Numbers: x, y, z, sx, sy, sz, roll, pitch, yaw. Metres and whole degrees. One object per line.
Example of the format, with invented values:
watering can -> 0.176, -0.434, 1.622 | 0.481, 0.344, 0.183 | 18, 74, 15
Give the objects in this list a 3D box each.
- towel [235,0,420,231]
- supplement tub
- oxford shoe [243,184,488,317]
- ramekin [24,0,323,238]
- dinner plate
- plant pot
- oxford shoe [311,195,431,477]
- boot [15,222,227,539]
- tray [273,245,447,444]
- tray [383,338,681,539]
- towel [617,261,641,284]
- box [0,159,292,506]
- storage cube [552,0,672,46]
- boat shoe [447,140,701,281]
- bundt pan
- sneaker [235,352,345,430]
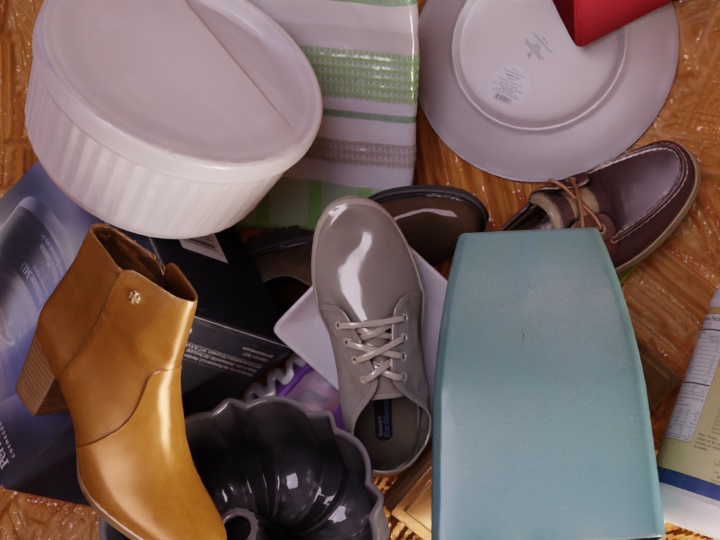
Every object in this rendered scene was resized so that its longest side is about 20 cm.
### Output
towel -> -0.033, -0.119, 1.448 | 0.149, 0.031, 0.200 | 6, 113, 12
supplement tub -> 0.282, 0.087, 1.311 | 0.144, 0.144, 0.200 | 19, 85, 19
oxford shoe -> 0.000, 0.000, 1.439 | 0.200, 0.073, 0.084 | -21, 35, 18
ramekin -> -0.134, -0.109, 1.362 | 0.202, 0.202, 0.094 | 47, 133, 19
dinner plate -> 0.132, -0.164, 1.471 | 0.200, 0.024, 0.200 | -3, 79, 17
plant pot -> 0.112, 0.080, 1.289 | 0.141, 0.141, 0.200 | -2, 78, 1
oxford shoe -> 0.011, 0.049, 1.346 | 0.075, 0.058, 0.200 | -8, 104, -4
boot -> -0.133, 0.077, 1.274 | 0.201, 0.071, 0.144 | 44, 120, 21
tray -> 0.045, 0.065, 1.395 | 0.200, 0.022, 0.107 | 43, 94, -15
tray -> 0.118, 0.116, 1.386 | 0.099, 0.037, 0.200 | 40, 92, -17
towel -> 0.108, 0.035, 1.442 | 0.086, 0.018, 0.200 | 43, 93, 19
box -> -0.185, 0.030, 1.432 | 0.198, 0.123, 0.200 | -43, 54, 21
storage cube -> 0.187, -0.290, 1.381 | 0.200, 0.180, 0.171 | -27, 73, -2
boat shoe -> 0.145, -0.029, 1.398 | 0.200, 0.072, 0.072 | -31, 67, 10
bundt pan -> -0.071, 0.187, 1.326 | 0.202, 0.076, 0.202 | -10, 55, 14
sneaker -> -0.028, 0.101, 1.443 | 0.200, 0.080, 0.089 | -37, 76, 13
